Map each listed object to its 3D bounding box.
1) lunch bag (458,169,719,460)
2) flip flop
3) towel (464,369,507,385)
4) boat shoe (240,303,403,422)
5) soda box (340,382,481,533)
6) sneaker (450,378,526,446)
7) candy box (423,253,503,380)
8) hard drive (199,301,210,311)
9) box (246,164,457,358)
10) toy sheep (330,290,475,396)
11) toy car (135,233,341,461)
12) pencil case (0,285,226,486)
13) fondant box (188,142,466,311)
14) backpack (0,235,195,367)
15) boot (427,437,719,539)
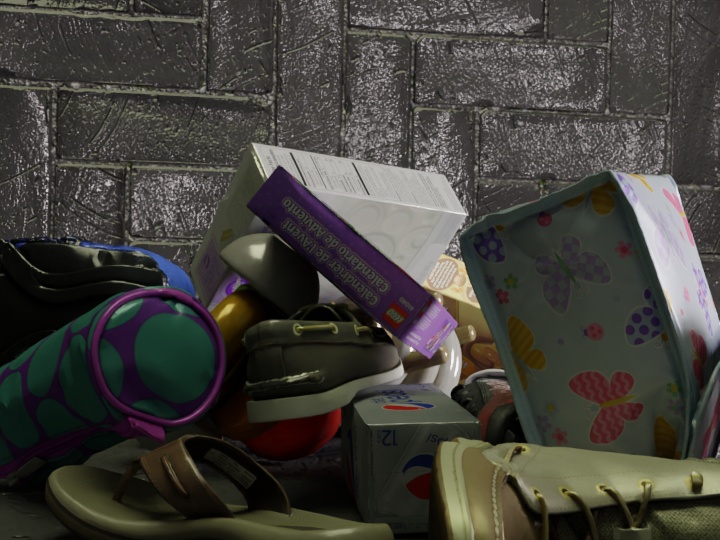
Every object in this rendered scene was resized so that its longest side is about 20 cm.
[{"bbox_3d":[0.160,0.049,0.768,0.126,0.202,0.169,-19,-6,24],"label":"lunch bag"},{"bbox_3d":[-0.073,0.115,0.664,0.198,0.058,0.081,2,1,32],"label":"flip flop"},{"bbox_3d":[0.176,0.109,1.044,0.147,0.031,0.200,4,-12,20],"label":"towel"},{"bbox_3d":[-0.021,0.052,0.842,0.071,0.061,0.201,-9,2,18],"label":"boat shoe"},{"bbox_3d":[0.026,0.112,0.812,0.067,0.064,0.200,-1,1,-6],"label":"soda box"},{"bbox_3d":[0.094,0.111,0.864,0.097,0.072,0.200,2,-1,19],"label":"sneaker"},{"bbox_3d":[0.099,0.052,1.263,0.198,0.116,0.055,22,47,14],"label":"candy box"},{"bbox_3d":[-0.144,0.078,1.168,0.139,0.038,0.199,-41,-21,27],"label":"hard drive"},{"bbox_3d":[0.000,0.000,0.938,0.137,0.039,0.200,40,0,12],"label":"box"},{"bbox_3d":[0.028,0.078,1.114,0.136,0.139,0.200,2,-24,26],"label":"toy sheep"},{"bbox_3d":[-0.076,0.075,0.982,0.149,0.176,0.200,37,0,-2],"label":"toy car"},{"bbox_3d":[-0.162,0.075,0.780,0.085,0.093,0.199,29,-33,-25],"label":"pencil case"},{"bbox_3d":[-0.028,-0.024,1.116,0.198,0.145,0.059,7,40,-32],"label":"fondant box"},{"bbox_3d":[-0.266,0.047,1.327,0.197,0.165,0.168,1,-3,12],"label":"backpack"},{"bbox_3d":[0.108,0.117,0.585,0.153,0.073,0.200,4,1,9],"label":"boot"}]
